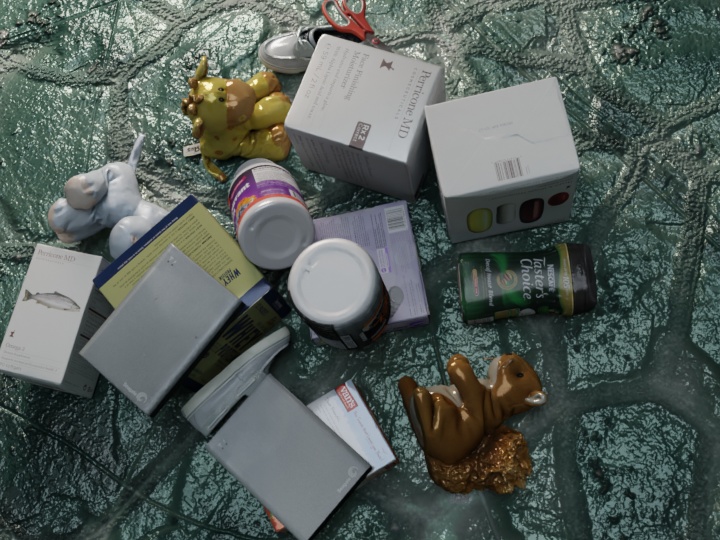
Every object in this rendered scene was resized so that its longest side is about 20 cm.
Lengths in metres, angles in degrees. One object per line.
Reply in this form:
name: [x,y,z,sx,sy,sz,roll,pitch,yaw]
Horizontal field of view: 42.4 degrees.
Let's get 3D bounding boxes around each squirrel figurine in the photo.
squirrel figurine: [0.172,0.212,1.301,0.185,0.142,0.201,-17,85,-8]

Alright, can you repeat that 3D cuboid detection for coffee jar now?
coffee jar: [0.242,0.019,1.357,0.198,0.085,0.105,-6,72,6]

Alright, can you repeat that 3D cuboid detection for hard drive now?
hard drive: [-0.101,0.263,1.300,0.200,0.033,0.140,39,82,18]
hard drive: [-0.276,0.082,1.294,0.139,0.033,0.200,37,84,17]

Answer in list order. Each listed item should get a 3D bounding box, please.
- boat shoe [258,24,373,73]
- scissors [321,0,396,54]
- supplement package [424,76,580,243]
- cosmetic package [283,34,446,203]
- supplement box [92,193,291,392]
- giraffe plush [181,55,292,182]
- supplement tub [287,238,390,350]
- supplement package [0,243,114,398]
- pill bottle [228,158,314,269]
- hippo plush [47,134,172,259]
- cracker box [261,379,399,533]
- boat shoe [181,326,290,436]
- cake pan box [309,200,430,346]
boat shoe: [-0.074,-0.374,1.525,0.199,0.072,0.071,-2,72,8]
scissors: [0.011,-0.365,1.471,0.073,0.014,0.201,-27,70,-15]
supplement package: [0.205,-0.154,1.355,0.190,0.200,0.148,-11,72,6]
cosmetic package: [0.015,-0.230,1.425,0.199,0.165,0.166,18,77,13]
supplement box: [-0.249,0.038,1.398,0.200,0.134,0.200,-42,72,-5]
giraffe plush: [-0.213,-0.254,1.468,0.199,0.162,0.173,-28,71,-1]
supplement tub: [-0.023,0.040,1.279,0.122,0.200,0.124,-2,75,8]
supplement package: [-0.454,0.078,1.427,0.116,0.117,0.201,10,74,12]
pill bottle: [-0.140,-0.094,1.395,0.111,0.112,0.200,-26,32,0]
hippo plush: [-0.378,-0.077,1.473,0.161,0.159,0.200,43,40,1]
cracker box: [-0.062,0.268,1.340,0.199,0.058,0.134,-31,71,-1]
boat shoe: [-0.173,0.168,1.390,0.201,0.070,0.072,-41,89,-5]
cake pan box: [0.000,0.000,1.418,0.183,0.052,0.201,-12,72,3]
